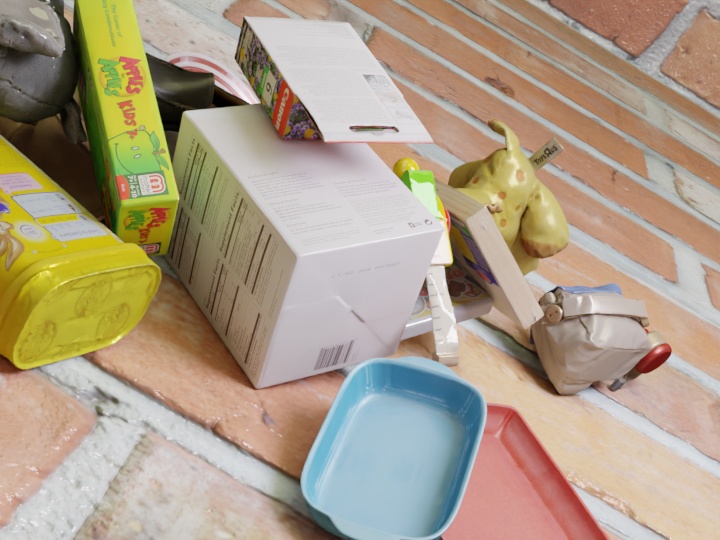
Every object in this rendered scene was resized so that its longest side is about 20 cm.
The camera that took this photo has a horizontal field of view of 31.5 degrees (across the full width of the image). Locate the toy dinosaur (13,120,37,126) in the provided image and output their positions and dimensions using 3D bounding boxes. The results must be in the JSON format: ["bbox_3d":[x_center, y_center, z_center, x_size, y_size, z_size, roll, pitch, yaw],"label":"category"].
[{"bbox_3d":[-0.367,-0.129,1.070,0.106,0.061,0.200,23,35,40],"label":"toy dinosaur"}]

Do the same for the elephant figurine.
[{"bbox_3d":[-0.303,-0.176,0.989,0.155,0.142,0.200,11,9,2],"label":"elephant figurine"}]

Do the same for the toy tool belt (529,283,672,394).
[{"bbox_3d":[0.254,0.056,1.400,0.200,0.125,0.123,2,47,-49],"label":"toy tool belt"}]

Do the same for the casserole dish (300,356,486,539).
[{"bbox_3d":[0.027,0.146,0.993,0.121,0.039,0.200,15,39,10],"label":"casserole dish"}]

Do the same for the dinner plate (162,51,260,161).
[{"bbox_3d":[-0.149,-0.129,1.305,0.200,0.024,0.200,31,47,-40],"label":"dinner plate"}]

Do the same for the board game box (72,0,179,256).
[{"bbox_3d":[-0.198,-0.121,1.055,0.048,0.102,0.200,-9,68,-18],"label":"board game box"}]

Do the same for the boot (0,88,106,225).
[{"bbox_3d":[-0.239,-0.105,1.173,0.175,0.066,0.200,-21,52,-33],"label":"boot"}]

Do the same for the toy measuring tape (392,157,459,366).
[{"bbox_3d":[0.050,-0.004,1.153,0.073,0.074,0.200,6,69,-44],"label":"toy measuring tape"}]

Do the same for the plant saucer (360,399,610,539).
[{"bbox_3d":[0.101,0.185,1.079,0.200,0.037,0.200,12,31,-38],"label":"plant saucer"}]

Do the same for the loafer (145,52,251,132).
[{"bbox_3d":[-0.166,-0.169,1.212,0.200,0.072,0.073,29,39,-46],"label":"loafer"}]

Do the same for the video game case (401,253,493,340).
[{"bbox_3d":[0.000,0.000,1.241,0.200,0.023,0.182,-15,48,-31],"label":"video game case"}]

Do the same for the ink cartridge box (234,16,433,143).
[{"bbox_3d":[-0.027,-0.152,1.121,0.109,0.050,0.200,-3,41,-28],"label":"ink cartridge box"}]

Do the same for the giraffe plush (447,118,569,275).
[{"bbox_3d":[0.135,-0.057,1.457,0.162,0.200,0.173,-35,70,-33],"label":"giraffe plush"}]

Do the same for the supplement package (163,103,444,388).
[{"bbox_3d":[-0.060,-0.030,1.117,0.152,0.151,0.200,-11,46,-35],"label":"supplement package"}]

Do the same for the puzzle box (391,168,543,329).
[{"bbox_3d":[0.102,-0.029,1.264,0.133,0.025,0.200,59,-8,-25],"label":"puzzle box"}]

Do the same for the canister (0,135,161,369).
[{"bbox_3d":[-0.273,-0.026,0.978,0.200,0.087,0.148,39,24,19],"label":"canister"}]
